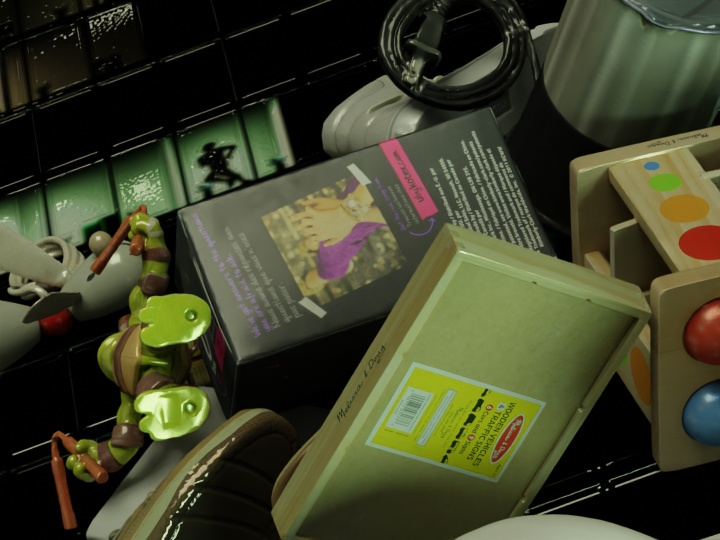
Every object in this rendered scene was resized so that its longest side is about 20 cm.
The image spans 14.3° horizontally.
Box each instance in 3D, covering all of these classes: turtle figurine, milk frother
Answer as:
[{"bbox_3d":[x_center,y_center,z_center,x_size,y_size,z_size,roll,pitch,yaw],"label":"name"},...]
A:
[{"bbox_3d":[-0.126,0.063,1.675,0.161,0.064,0.201,-175,100,-72],"label":"turtle figurine"},{"bbox_3d":[0.124,-0.147,1.719,0.199,0.188,0.181,10,46,-9],"label":"milk frother"}]

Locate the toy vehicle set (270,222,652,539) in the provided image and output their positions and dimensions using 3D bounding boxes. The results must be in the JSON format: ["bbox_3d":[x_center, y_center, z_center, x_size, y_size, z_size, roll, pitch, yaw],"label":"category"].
[{"bbox_3d":[0.053,0.077,1.531,0.200,0.124,0.027,-59,29,23],"label":"toy vehicle set"}]

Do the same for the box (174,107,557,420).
[{"bbox_3d":[0.000,0.000,1.689,0.199,0.122,0.106,-18,71,-11],"label":"box"}]

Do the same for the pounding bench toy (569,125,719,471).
[{"bbox_3d":[0.237,0.008,1.603,0.199,0.125,0.156,-13,35,-12],"label":"pounding bench toy"}]

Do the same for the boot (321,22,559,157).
[{"bbox_3d":[0.065,-0.116,1.872,0.200,0.074,0.095,-25,26,-39],"label":"boot"}]

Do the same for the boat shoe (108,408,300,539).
[{"bbox_3d":[-0.115,0.157,1.621,0.200,0.072,0.076,-52,33,-13],"label":"boat shoe"}]

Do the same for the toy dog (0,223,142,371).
[{"bbox_3d":[-0.244,0.019,1.863,0.200,0.097,0.132,-41,41,-24],"label":"toy dog"}]

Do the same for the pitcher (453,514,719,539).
[{"bbox_3d":[0.139,0.177,1.469,0.199,0.122,0.172,2,21,13],"label":"pitcher"}]

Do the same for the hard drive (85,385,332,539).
[{"bbox_3d":[-0.046,0.132,1.679,0.199,0.025,0.132,8,46,34],"label":"hard drive"}]

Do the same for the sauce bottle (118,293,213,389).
[{"bbox_3d":[-0.050,0.026,1.785,0.199,0.066,0.066,-18,36,0],"label":"sauce bottle"}]

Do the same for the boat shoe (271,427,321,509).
[{"bbox_3d":[0.030,0.085,1.636,0.200,0.072,0.072,-41,9,-12],"label":"boat shoe"}]
